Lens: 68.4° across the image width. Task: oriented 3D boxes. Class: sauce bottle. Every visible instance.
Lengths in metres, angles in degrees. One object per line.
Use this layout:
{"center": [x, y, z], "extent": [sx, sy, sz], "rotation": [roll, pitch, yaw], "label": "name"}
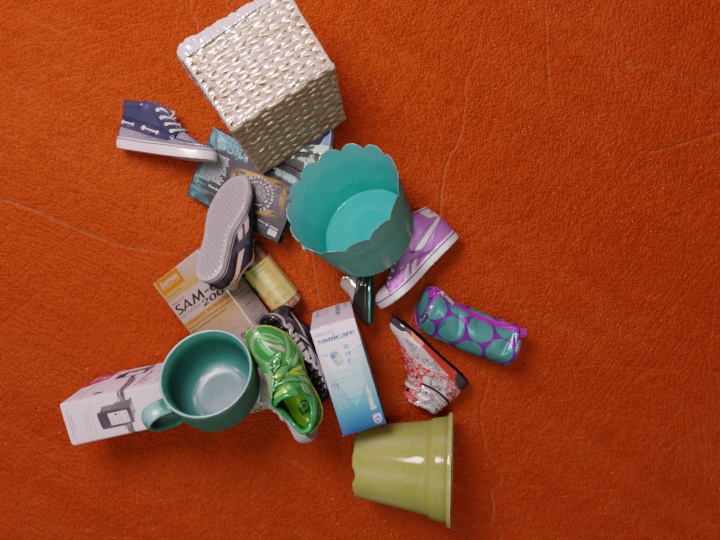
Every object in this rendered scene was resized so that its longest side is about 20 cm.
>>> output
{"center": [-0.192, -0.007, 0.993], "extent": [0.066, 0.066, 0.201], "rotation": [-37, 95, 6], "label": "sauce bottle"}

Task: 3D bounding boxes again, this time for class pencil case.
{"center": [0.203, 0.105, 1.000], "extent": [0.198, 0.085, 0.093], "rotation": [23, 127, -5], "label": "pencil case"}

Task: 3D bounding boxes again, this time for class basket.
{"center": [-0.147, -0.293, 0.851], "extent": [0.199, 0.198, 0.162], "rotation": [-31, 79, -2], "label": "basket"}

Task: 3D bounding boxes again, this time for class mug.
{"center": [-0.264, 0.195, 0.904], "extent": [0.182, 0.115, 0.154], "rotation": [-5, 59, 0], "label": "mug"}

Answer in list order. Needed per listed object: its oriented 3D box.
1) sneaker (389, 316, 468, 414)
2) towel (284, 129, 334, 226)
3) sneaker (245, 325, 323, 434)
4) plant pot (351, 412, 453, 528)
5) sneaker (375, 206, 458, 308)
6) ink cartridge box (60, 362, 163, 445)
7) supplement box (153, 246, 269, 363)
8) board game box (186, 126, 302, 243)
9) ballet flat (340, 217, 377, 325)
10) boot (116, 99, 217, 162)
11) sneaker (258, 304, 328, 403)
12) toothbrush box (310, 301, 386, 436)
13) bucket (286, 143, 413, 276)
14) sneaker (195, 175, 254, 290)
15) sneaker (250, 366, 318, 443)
{"center": [0.105, 0.190, 1.023], "extent": [0.201, 0.067, 0.108], "rotation": [43, 94, -9], "label": "sneaker"}
{"center": [-0.127, -0.179, 0.984], "extent": [0.145, 0.024, 0.203], "rotation": [7, 99, -2], "label": "towel"}
{"center": [-0.121, 0.177, 0.869], "extent": [0.074, 0.084, 0.201], "rotation": [-31, 94, 2], "label": "sneaker"}
{"center": [0.083, 0.368, 1.004], "extent": [0.182, 0.200, 0.203], "rotation": [0, 100, 12], "label": "plant pot"}
{"center": [0.076, -0.031, 0.990], "extent": [0.114, 0.073, 0.201], "rotation": [43, 86, -3], "label": "sneaker"}
{"center": [-0.418, 0.238, 0.989], "extent": [0.197, 0.145, 0.084], "rotation": [-13, 98, 2], "label": "ink cartridge box"}
{"center": [-0.267, 0.064, 0.984], "extent": [0.125, 0.074, 0.201], "rotation": [-33, 98, 21], "label": "supplement box"}
{"center": [-0.205, -0.155, 0.962], "extent": [0.198, 0.028, 0.136], "rotation": [28, 100, 8], "label": "board game box"}
{"center": [0.000, 0.000, 0.997], "extent": [0.067, 0.068, 0.203], "rotation": [7, 89, 9], "label": "ballet flat"}
{"center": [-0.341, -0.248, 0.935], "extent": [0.197, 0.073, 0.092], "rotation": [11, 96, 11], "label": "boot"}
{"center": [-0.106, 0.145, 0.961], "extent": [0.066, 0.091, 0.201], "rotation": [-22, 107, 24], "label": "sneaker"}
{"center": [-0.024, 0.174, 0.979], "extent": [0.084, 0.146, 0.202], "rotation": [-16, 100, -1], "label": "toothbrush box"}
{"center": [-0.010, -0.096, 0.904], "extent": [0.205, 0.135, 0.210], "rotation": [-9, 64, 19], "label": "bucket"}
{"center": [-0.225, -0.062, 0.924], "extent": [0.077, 0.079, 0.202], "rotation": [4, 69, 25], "label": "sneaker"}
{"center": [-0.154, 0.252, 0.990], "extent": [0.115, 0.201, 0.074], "rotation": [-35, 138, 10], "label": "sneaker"}
